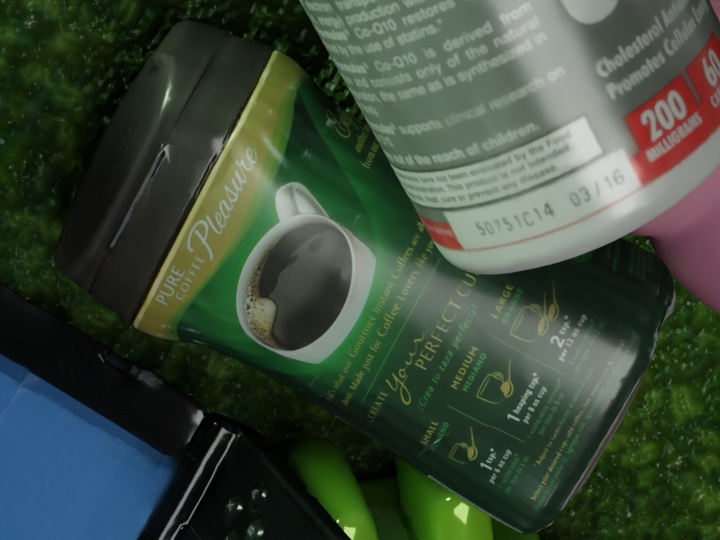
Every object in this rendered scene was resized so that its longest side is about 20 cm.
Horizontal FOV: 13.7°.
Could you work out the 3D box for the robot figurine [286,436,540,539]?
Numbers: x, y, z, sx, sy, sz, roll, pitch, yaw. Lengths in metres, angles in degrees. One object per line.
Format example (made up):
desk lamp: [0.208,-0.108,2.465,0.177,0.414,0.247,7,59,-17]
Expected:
robot figurine: [0.017,0.158,1.116,0.174,0.116,0.201,-13,116,-11]

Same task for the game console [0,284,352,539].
game console: [-0.114,0.134,1.028,0.116,0.176,0.201,24,100,-31]

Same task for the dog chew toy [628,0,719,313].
dog chew toy: [0.114,-0.061,1.057,0.199,0.125,0.125,25,103,-17]

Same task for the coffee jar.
coffee jar: [0.000,0.000,1.028,0.199,0.085,0.105,29,110,-4]

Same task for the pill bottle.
pill bottle: [0.030,-0.110,0.921,0.113,0.114,0.201,-31,110,-3]
